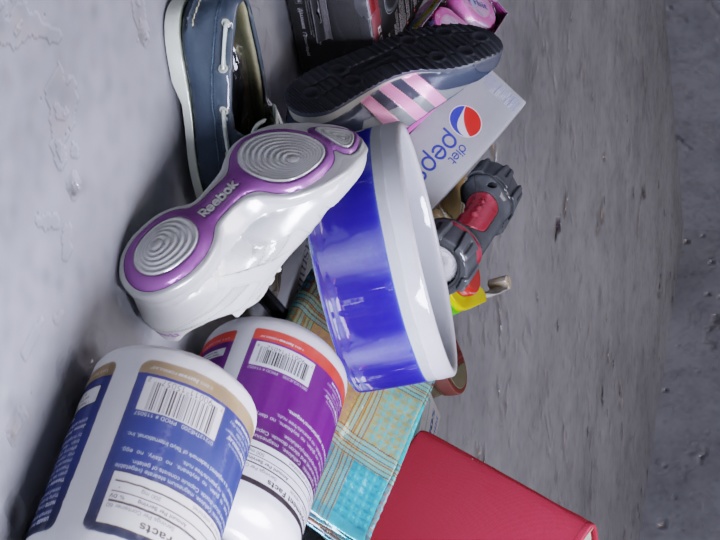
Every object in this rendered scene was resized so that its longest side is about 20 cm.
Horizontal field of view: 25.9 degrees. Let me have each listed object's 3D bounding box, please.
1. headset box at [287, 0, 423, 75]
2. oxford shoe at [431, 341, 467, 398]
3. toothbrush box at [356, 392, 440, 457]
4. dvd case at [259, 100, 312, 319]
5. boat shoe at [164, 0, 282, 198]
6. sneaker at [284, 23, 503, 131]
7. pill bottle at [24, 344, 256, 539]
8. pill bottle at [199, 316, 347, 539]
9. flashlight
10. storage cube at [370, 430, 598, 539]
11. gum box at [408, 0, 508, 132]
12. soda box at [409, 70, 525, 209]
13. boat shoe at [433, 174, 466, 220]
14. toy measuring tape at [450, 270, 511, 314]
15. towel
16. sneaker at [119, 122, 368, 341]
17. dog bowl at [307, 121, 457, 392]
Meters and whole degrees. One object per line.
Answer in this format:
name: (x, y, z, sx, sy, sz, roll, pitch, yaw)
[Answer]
headset box: (-0.006, -0.264, 1.346, 0.200, 0.077, 0.149, -64, 150, -49)
oxford shoe: (0.031, 0.040, 1.513, 0.201, 0.074, 0.070, 66, 29, -11)
toothbrush box: (0.001, 0.144, 1.398, 0.200, 0.085, 0.147, 68, 30, -53)
dvd case: (-0.070, -0.045, 1.268, 0.200, 0.017, 0.144, 54, 41, -62)
boat shoe: (-0.085, -0.104, 1.124, 0.075, 0.061, 0.201, -43, 128, -56)
sneaker: (0.028, -0.143, 1.295, 0.070, 0.199, 0.082, 52, -25, 41)
pill bottle: (-0.138, 0.154, 0.933, 0.111, 0.110, 0.201, 70, 28, -48)
pill bottle: (-0.083, 0.137, 1.096, 0.113, 0.112, 0.201, 73, 27, -45)
flashlight: (0.095, -0.045, 1.420, 0.068, 0.068, 0.200, -66, 173, 33)
storage cube: (0.085, 0.278, 1.321, 0.200, 0.179, 0.171, -50, 147, -22)
gum box: (0.058, -0.196, 1.468, 0.066, 0.113, 0.200, 45, 33, -9)
soda box: (0.067, -0.103, 1.455, 0.200, 0.063, 0.068, -48, 180, -28)
boat shoe: (0.083, -0.122, 1.543, 0.072, 0.076, 0.201, 44, 29, -44)
toy measuring tape: (0.092, 0.002, 1.492, 0.200, 0.073, 0.074, -19, 110, -62)
towel: (-0.020, 0.110, 1.262, 0.146, 0.022, 0.201, 37, 54, -15)
sneaker: (-0.078, -0.029, 1.081, 0.200, 0.075, 0.100, -36, 147, -17)
dog bowl: (0.016, -0.009, 1.207, 0.200, 0.078, 0.201, -12, 90, -82)
